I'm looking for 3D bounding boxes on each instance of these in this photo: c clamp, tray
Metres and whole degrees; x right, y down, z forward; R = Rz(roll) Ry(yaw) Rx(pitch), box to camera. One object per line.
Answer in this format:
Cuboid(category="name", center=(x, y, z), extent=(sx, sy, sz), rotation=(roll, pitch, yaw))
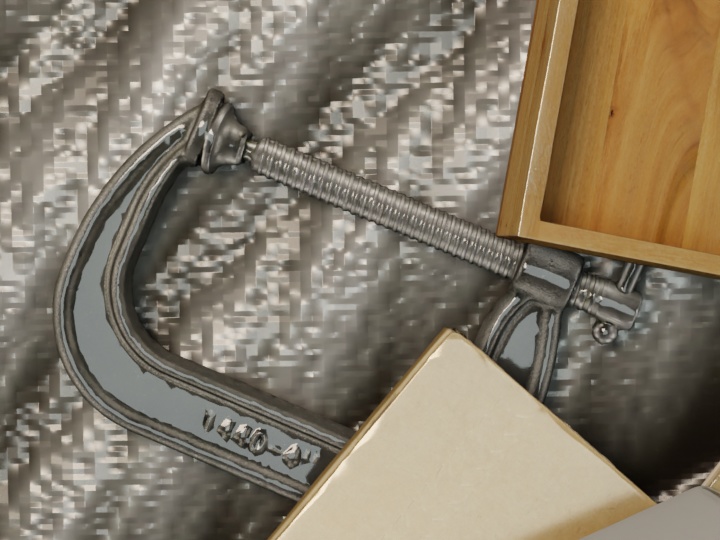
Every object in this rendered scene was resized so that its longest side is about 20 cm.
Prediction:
Cuboid(category="c clamp", center=(0.000, 0.000, 1.039), extent=(0.199, 0.027, 0.172), rotation=(17, 98, -1))
Cuboid(category="tray", center=(0.111, -0.101, 0.998), extent=(0.098, 0.037, 0.201), rotation=(10, 88, -12))

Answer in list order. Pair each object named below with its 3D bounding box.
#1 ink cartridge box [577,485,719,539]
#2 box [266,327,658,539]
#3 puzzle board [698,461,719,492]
Cuboid(category="ink cartridge box", center=(0.090, 0.192, 0.945), extent=(0.145, 0.084, 0.201), rotation=(-22, 101, -9))
Cuboid(category="box", center=(0.028, 0.147, 1.015), extent=(0.163, 0.021, 0.200), rotation=(40, 88, 0))
Cuboid(category="puzzle board", center=(0.158, 0.169, 1.009), extent=(0.200, 0.017, 0.151), rotation=(38, 88, -15))
